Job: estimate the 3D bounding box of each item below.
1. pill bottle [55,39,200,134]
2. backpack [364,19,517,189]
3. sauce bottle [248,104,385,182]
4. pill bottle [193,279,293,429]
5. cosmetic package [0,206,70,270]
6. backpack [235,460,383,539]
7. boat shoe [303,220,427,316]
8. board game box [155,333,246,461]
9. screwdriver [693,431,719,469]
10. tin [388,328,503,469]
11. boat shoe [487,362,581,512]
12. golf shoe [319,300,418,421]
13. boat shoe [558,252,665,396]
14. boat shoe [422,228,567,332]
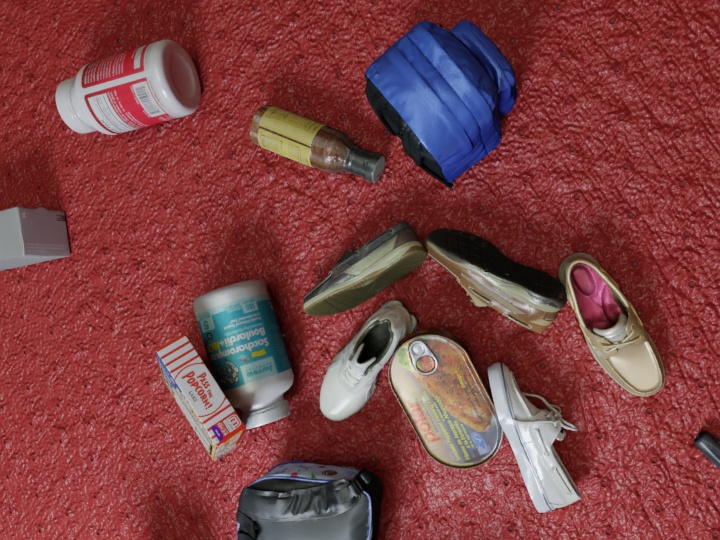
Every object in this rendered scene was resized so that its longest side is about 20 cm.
[{"bbox_3d":[-0.357,-0.273,0.986,0.200,0.112,0.112,-9,88,18],"label":"pill bottle"},{"bbox_3d":[0.100,-0.219,0.792,0.168,0.200,0.163,-45,77,14],"label":"backpack"},{"bbox_3d":[-0.062,-0.177,0.917,0.200,0.066,0.066,26,99,15],"label":"sauce bottle"},{"bbox_3d":[-0.163,0.122,0.931,0.111,0.111,0.200,-20,85,17],"label":"pill bottle"},{"bbox_3d":[-0.602,-0.046,1.074,0.200,0.107,0.090,-7,88,20],"label":"cosmetic package"},{"bbox_3d":[-0.069,0.349,0.884,0.190,0.154,0.200,6,87,10],"label":"backpack"},{"bbox_3d":[0.000,0.000,0.901,0.201,0.072,0.066,-30,61,26],"label":"boat shoe"},{"bbox_3d":[-0.228,0.188,0.915,0.046,0.200,0.152,-31,80,-23],"label":"board game box"},{"bbox_3d":[0.486,0.268,0.769,0.200,0.029,0.028,42,102,9],"label":"screwdriver"},{"bbox_3d":[0.112,0.170,0.853,0.112,0.042,0.200,-26,101,9],"label":"tin"},{"bbox_3d":[0.233,0.205,0.822,0.086,0.075,0.202,-22,86,18],"label":"boat shoe"},{"bbox_3d":[-0.005,0.129,0.887,0.078,0.097,0.200,35,102,13],"label":"golf shoe"},{"bbox_3d":[0.308,0.070,0.797,0.074,0.069,0.200,-34,81,16],"label":"boat shoe"},{"bbox_3d":[0.166,0.016,0.841,0.200,0.076,0.074,33,129,26],"label":"boat shoe"}]
